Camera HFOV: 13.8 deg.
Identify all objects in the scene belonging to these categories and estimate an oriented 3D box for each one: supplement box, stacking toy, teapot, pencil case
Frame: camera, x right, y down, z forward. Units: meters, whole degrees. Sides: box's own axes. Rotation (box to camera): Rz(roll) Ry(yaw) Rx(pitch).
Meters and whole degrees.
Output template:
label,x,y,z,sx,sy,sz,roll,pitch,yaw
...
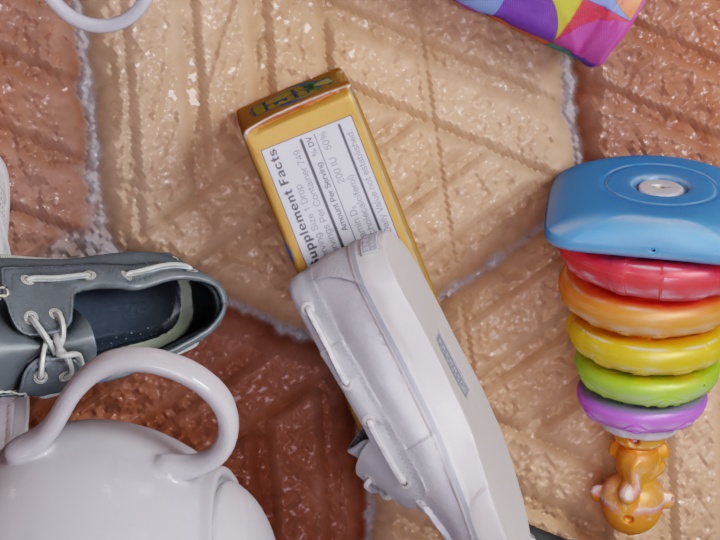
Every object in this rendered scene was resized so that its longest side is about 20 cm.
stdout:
label,x,y,z,sx,sy,sz,roll,pitch,yaw
supplement box,0.000,0.000,1.544,0.069,0.067,0.200,-20,103,-1
stacking toy,0.151,0.048,1.564,0.116,0.110,0.200,5,112,7
teapot,-0.100,0.158,1.486,0.146,0.200,0.198,-9,72,10
pencil case,0.053,-0.178,1.507,0.200,0.088,0.088,26,97,-13

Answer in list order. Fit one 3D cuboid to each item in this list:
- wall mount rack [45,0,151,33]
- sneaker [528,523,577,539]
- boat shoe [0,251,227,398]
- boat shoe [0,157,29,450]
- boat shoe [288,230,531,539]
label,x,y,z,sx,sy,sz,roll,pitch,yaw
wall mount rack,-0.132,-0.226,1.458,0.174,0.075,0.200,-23,105,22
sneaker,0.144,0.178,1.590,0.200,0.116,0.075,37,129,4
boat shoe,-0.153,0.027,1.480,0.200,0.062,0.073,-11,101,-42
boat shoe,-0.207,0.035,1.521,0.071,0.069,0.200,-4,101,-6
boat shoe,0.025,0.080,1.498,0.068,0.072,0.200,-22,108,16
